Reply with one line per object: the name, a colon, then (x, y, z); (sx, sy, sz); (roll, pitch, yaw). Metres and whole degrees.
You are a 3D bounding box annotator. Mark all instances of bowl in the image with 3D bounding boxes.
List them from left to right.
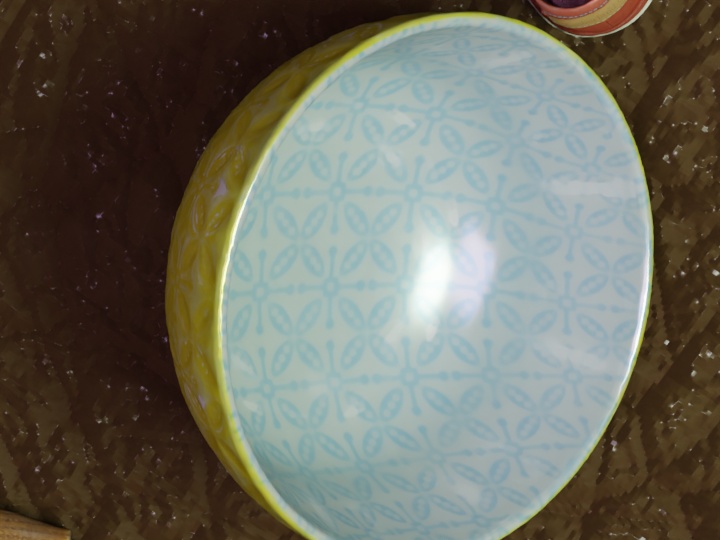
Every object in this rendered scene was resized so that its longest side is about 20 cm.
bowl: (0.000, 0.000, 0.958); (0.108, 0.200, 0.201); (15, 107, 51)

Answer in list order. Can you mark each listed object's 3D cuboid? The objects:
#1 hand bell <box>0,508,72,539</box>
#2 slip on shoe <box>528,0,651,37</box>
hand bell: (-0.216, 0.107, 1.048); (0.199, 0.104, 0.104); (1, 101, -4)
slip on shoe: (0.052, -0.178, 0.952); (0.074, 0.061, 0.200); (-23, 95, 14)
